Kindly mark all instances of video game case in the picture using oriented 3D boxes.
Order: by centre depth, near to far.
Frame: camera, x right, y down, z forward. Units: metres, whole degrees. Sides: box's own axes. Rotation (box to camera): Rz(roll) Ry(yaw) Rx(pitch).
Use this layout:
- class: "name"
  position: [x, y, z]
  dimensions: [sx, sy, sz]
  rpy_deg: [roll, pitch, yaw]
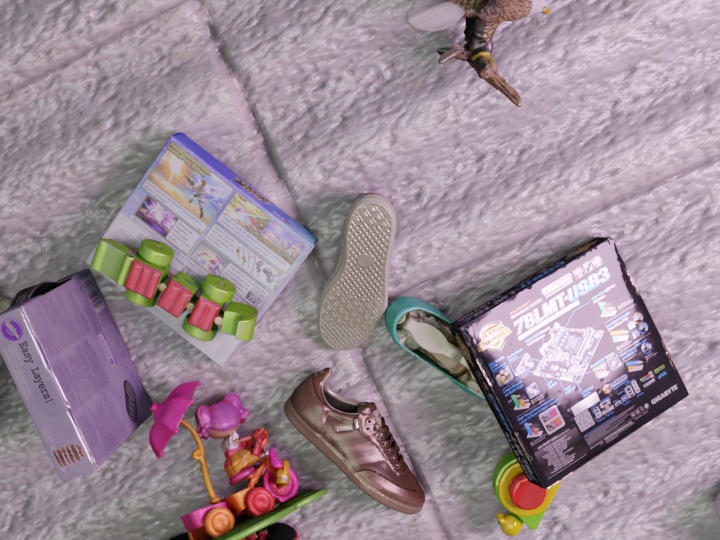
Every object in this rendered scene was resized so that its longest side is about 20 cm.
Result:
- class: "video game case"
  position: [-0.179, -0.023, 1.254]
  dimensions: [0.200, 0.045, 0.182]
  rpy_deg: [38, 106, -2]

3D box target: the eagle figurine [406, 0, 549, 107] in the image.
- class: "eagle figurine"
  position: [0.154, -0.293, 1.117]
  dimensions: [0.151, 0.151, 0.201]
  rpy_deg: [31, 115, 10]

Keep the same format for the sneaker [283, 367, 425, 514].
- class: "sneaker"
  position: [0.007, 0.194, 1.265]
  dimensions: [0.200, 0.070, 0.076]
  rpy_deg: [39, 103, -3]

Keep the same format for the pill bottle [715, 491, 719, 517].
- class: "pill bottle"
  position: [0.488, 0.306, 1.207]
  dimensions: [0.114, 0.114, 0.200]
  rpy_deg: [-36, 96, 13]

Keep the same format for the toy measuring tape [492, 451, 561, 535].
- class: "toy measuring tape"
  position: [0.199, 0.205, 1.248]
  dimensions: [0.073, 0.074, 0.201]
  rpy_deg: [24, 97, 1]

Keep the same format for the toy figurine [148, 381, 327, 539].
- class: "toy figurine"
  position: [-0.156, 0.210, 1.264]
  dimensions: [0.150, 0.199, 0.185]
  rpy_deg: [-36, 76, 54]

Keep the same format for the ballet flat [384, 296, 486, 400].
- class: "ballet flat"
  position: [0.112, 0.098, 1.231]
  dimensions: [0.199, 0.070, 0.068]
  rpy_deg: [31, 101, -1]

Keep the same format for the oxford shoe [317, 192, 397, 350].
- class: "oxford shoe"
  position: [0.000, 0.000, 1.235]
  dimensions: [0.075, 0.058, 0.201]
  rpy_deg: [12, 118, -2]

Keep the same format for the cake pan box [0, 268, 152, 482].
- class: "cake pan box"
  position: [-0.315, 0.106, 1.228]
  dimensions: [0.052, 0.184, 0.201]
  rpy_deg: [-21, 100, 11]

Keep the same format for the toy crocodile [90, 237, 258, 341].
- class: "toy crocodile"
  position: [-0.203, 0.023, 1.212]
  dimensions: [0.199, 0.062, 0.068]
  rpy_deg: [29, 105, 1]

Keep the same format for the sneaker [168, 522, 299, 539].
- class: "sneaker"
  position: [-0.164, 0.363, 1.323]
  dimensions: [0.198, 0.074, 0.087]
  rpy_deg: [-9, 105, 10]

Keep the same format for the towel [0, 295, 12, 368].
- class: "towel"
  position: [-0.510, 0.094, 1.277]
  dimensions: [0.199, 0.035, 0.194]
  rpy_deg: [16, 74, -5]

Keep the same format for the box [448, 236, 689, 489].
- class: "box"
  position: [0.225, 0.097, 1.194]
  dimensions: [0.199, 0.050, 0.199]
  rpy_deg: [-30, 96, -11]
